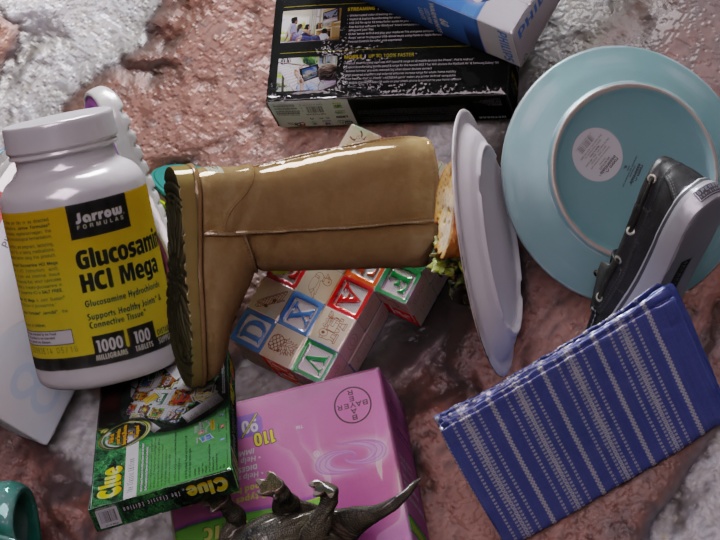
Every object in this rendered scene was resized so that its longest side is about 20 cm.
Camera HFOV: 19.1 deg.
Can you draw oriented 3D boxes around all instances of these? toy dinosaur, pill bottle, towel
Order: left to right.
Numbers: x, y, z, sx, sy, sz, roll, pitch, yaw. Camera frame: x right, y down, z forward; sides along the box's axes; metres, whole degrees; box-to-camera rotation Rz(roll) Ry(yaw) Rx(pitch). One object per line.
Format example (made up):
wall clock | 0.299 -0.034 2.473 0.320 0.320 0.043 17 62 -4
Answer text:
pill bottle | -0.209 -0.018 1.624 0.112 0.112 0.200 -10 100 9
toy dinosaur | -0.052 0.189 1.500 0.200 0.102 0.077 -32 53 -10
towel | 0.165 0.106 1.563 0.200 0.145 0.024 -30 36 0

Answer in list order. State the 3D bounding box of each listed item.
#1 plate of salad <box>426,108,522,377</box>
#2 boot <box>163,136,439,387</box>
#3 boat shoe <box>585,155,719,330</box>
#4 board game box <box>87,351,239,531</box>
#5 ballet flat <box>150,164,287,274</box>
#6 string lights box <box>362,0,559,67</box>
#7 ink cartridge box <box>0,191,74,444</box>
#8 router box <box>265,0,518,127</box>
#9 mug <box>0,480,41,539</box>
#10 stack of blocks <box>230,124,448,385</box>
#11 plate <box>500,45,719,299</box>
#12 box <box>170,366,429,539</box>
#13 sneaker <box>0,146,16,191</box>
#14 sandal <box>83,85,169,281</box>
plate of salad | 0.083 -0.019 1.587 0.048 0.200 0.201 -9 68 13
boot | -0.040 -0.006 1.580 0.200 0.066 0.176 -5 107 -18
boat shoe | 0.205 0.004 1.579 0.057 0.069 0.200 43 126 25
board game box | -0.140 0.119 1.544 0.105 0.024 0.200 -14 22 2
ballet flat | -0.110 -0.036 1.688 0.067 0.067 0.200 -15 19 -31
string lights box | 0.061 -0.250 1.700 0.200 0.059 0.103 26 75 20
ink cartridge box | -0.286 0.021 1.661 0.047 0.200 0.160 12 71 46
router box | 0.029 -0.195 1.745 0.200 0.051 0.150 0 68 12
mug | -0.262 0.271 1.603 0.152 0.114 0.185 34 80 22
stack of blocks | 0.000 0.000 1.675 0.115 0.059 0.200 25 77 21
plate | 0.205 -0.074 1.624 0.200 0.026 0.201 1 85 -14
box | -0.043 0.196 1.591 0.176 0.097 0.200 -14 68 7
sneaker | -0.287 -0.020 1.746 0.081 0.077 0.200 24 84 13
sandal | -0.187 -0.045 1.701 0.050 0.082 0.203 -21 89 -18
